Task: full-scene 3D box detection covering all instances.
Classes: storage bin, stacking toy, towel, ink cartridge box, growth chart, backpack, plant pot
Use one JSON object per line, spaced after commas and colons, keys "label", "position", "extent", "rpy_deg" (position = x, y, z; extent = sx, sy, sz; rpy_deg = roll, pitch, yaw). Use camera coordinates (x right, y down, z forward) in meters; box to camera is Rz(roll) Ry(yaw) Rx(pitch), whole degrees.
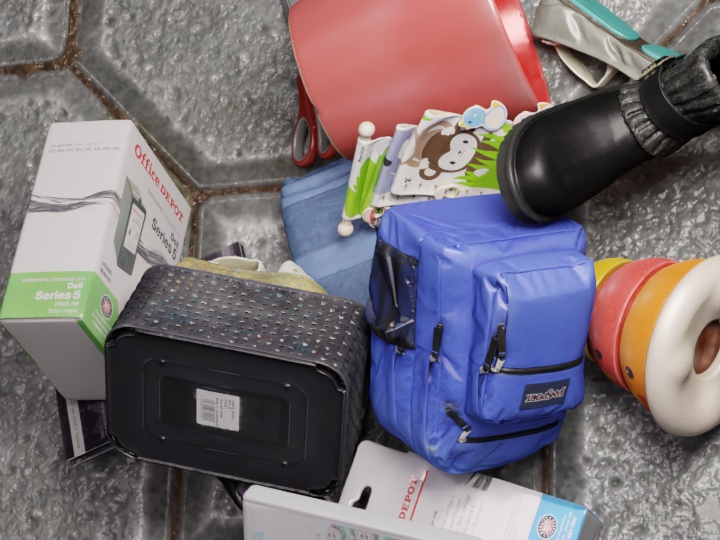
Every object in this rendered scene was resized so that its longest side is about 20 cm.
{"label": "storage bin", "position": [-0.098, 0.088, 1.582], "extent": [0.199, 0.136, 0.094], "rpy_deg": [10, 35, 9]}
{"label": "stacking toy", "position": [0.213, 0.038, 1.580], "extent": [0.199, 0.146, 0.147], "rpy_deg": [20, 80, 43]}
{"label": "towel", "position": [0.000, 0.000, 1.688], "extent": [0.111, 0.049, 0.201], "rpy_deg": [-19, 67, 13]}
{"label": "ink cartridge box", "position": [-0.226, -0.009, 1.691], "extent": [0.084, 0.146, 0.201], "rpy_deg": [-1, 59, 19]}
{"label": "growth chart", "position": [0.083, -0.083, 1.617], "extent": [0.199, 0.145, 0.018], "rpy_deg": [0, 47, -5]}
{"label": "ink cartridge box", "position": [0.080, 0.221, 1.579], "extent": [0.199, 0.067, 0.116], "rpy_deg": [16, 80, 22]}
{"label": "backpack", "position": [0.092, 0.060, 1.535], "extent": [0.168, 0.162, 0.201], "rpy_deg": [40, 128, 54]}
{"label": "plant pot", "position": [0.046, -0.189, 1.648], "extent": [0.176, 0.200, 0.201], "rpy_deg": [-19, 68, 13]}

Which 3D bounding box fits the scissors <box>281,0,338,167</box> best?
{"label": "scissors", "position": [-0.045, -0.185, 1.764], "extent": [0.073, 0.014, 0.201], "rpy_deg": [-34, 55, 50]}

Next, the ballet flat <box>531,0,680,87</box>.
{"label": "ballet flat", "position": [0.229, -0.174, 1.665], "extent": [0.200, 0.067, 0.064], "rpy_deg": [36, 114, 26]}

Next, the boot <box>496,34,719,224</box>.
{"label": "boot", "position": [0.214, -0.112, 1.499], "extent": [0.157, 0.211, 0.080], "rpy_deg": [-15, 105, 49]}

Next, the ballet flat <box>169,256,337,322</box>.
{"label": "ballet flat", "position": [-0.084, 0.020, 1.662], "extent": [0.199, 0.071, 0.071], "rpy_deg": [6, 75, 31]}

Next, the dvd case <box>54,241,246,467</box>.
{"label": "dvd case", "position": [-0.179, 0.073, 1.724], "extent": [0.199, 0.016, 0.149], "rpy_deg": [-24, 51, 10]}

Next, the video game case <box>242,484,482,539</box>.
{"label": "video game case", "position": [0.000, 0.272, 1.554], "extent": [0.199, 0.024, 0.183], "rpy_deg": [10, 117, 22]}

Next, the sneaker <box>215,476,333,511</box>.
{"label": "sneaker", "position": [-0.083, 0.167, 1.641], "extent": [0.076, 0.088, 0.200], "rpy_deg": [-45, 64, 1]}
